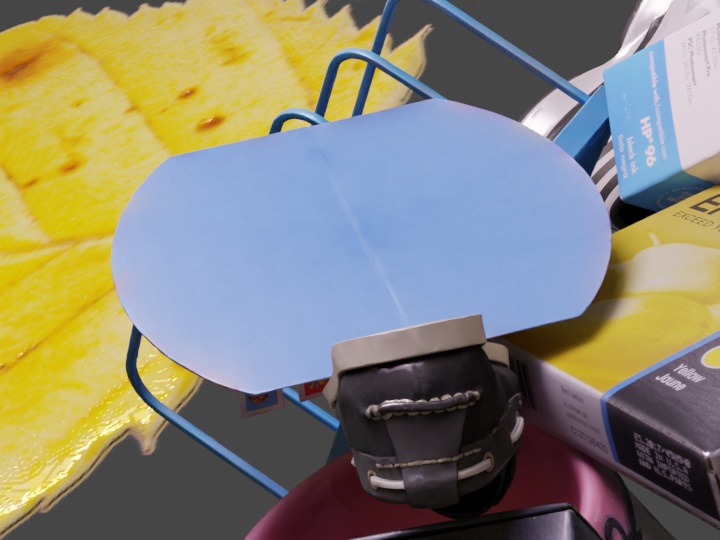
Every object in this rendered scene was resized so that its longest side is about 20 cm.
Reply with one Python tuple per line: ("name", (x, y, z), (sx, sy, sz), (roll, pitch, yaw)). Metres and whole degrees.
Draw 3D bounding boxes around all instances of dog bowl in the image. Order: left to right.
("dog bowl", (0.030, 0.135, 1.082), (0.200, 0.074, 0.200), (-21, 29, 12))

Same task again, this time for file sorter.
("file sorter", (0.002, -0.008, 1.226), (0.123, 0.139, 0.200), (33, 55, 11))

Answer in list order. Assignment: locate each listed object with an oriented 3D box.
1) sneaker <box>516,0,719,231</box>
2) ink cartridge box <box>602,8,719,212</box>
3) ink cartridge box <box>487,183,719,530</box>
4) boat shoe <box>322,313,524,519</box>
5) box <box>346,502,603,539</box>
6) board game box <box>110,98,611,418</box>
("sneaker", (0.175, -0.087, 1.343), (0.201, 0.076, 0.115), (-46, 41, -16))
("ink cartridge box", (0.216, -0.081, 1.163), (0.200, 0.116, 0.068), (-27, 60, 43))
("ink cartridge box", (0.166, 0.017, 1.074), (0.200, 0.047, 0.198), (-28, 24, -19))
("boat shoe", (0.026, 0.060, 1.005), (0.072, 0.068, 0.200), (-16, -7, 3))
("box", (0.012, 0.190, 0.944), (0.158, 0.051, 0.200), (-12, 59, 21))
("board game box", (0.000, 0.000, 1.107), (0.200, 0.039, 0.158), (-13, 40, -12))
